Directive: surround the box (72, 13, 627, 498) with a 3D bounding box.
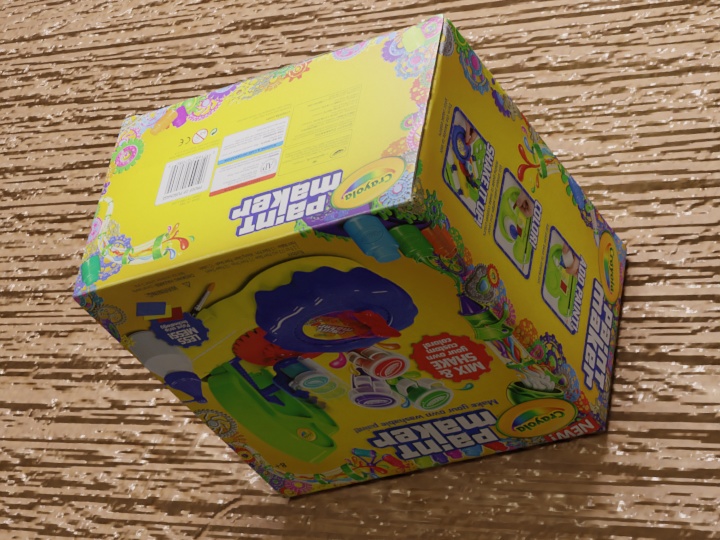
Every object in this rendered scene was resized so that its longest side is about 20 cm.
[{"bbox_3d":[0.000,0.000,1.163,0.200,0.193,0.122,-16,46,31],"label":"box"}]
